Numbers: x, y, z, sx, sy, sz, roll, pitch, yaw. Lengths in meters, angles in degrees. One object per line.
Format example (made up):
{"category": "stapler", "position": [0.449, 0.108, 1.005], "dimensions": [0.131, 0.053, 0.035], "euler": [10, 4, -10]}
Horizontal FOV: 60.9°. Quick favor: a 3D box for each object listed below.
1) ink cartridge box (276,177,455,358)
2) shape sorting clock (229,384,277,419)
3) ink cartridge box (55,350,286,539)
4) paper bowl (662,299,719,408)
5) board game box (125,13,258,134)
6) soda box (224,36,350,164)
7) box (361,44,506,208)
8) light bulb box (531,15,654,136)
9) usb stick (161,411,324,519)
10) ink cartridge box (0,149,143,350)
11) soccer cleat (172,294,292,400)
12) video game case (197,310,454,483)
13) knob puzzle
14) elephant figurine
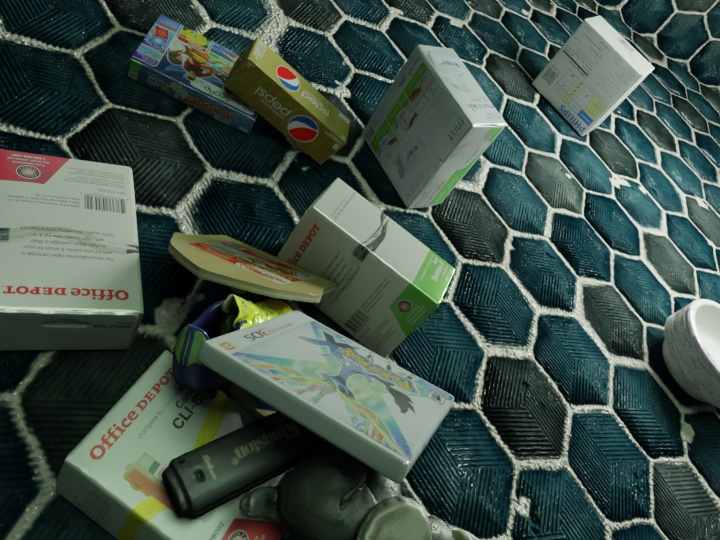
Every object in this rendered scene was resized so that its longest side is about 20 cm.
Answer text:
{"category": "ink cartridge box", "position": [0.000, 0.000, 0.809], "dimensions": [0.199, 0.146, 0.084], "euler": [38, 44, -3]}
{"category": "shape sorting clock", "position": [-0.069, 0.126, 0.704], "dimensions": [0.198, 0.040, 0.200], "euler": [23, 18, -8]}
{"category": "ink cartridge box", "position": [-0.163, 0.199, 0.590], "dimensions": [0.199, 0.084, 0.146], "euler": [38, 44, -2]}
{"category": "paper bowl", "position": [0.653, 0.164, 1.147], "dimensions": [0.198, 0.104, 0.203], "euler": [18, 49, -22]}
{"category": "board game box", "position": [-0.246, -0.310, 0.964], "dimensions": [0.198, 0.035, 0.137], "euler": [24, 47, -16]}
{"category": "soda box", "position": [-0.110, -0.262, 0.959], "dimensions": [0.199, 0.067, 0.065], "euler": [37, 42, -27]}
{"category": "box", "position": [0.115, -0.238, 1.034], "dimensions": [0.096, 0.200, 0.178], "euler": [-13, 63, -39]}
{"category": "light bulb box", "position": [0.578, -0.486, 1.534], "dimensions": [0.199, 0.200, 0.124], "euler": [50, 44, 10]}
{"category": "usb stick", "position": [-0.084, 0.165, 0.576], "dimensions": [0.198, 0.033, 0.056], "euler": [-18, 71, -35]}
{"category": "ink cartridge box", "position": [-0.319, -0.020, 0.656], "dimensions": [0.143, 0.085, 0.202], "euler": [4, 54, -31]}
{"category": "soccer cleat", "position": [-0.118, 0.059, 0.633], "dimensions": [0.064, 0.085, 0.200], "euler": [15, 20, 17]}
{"category": "video game case", "position": [-0.021, 0.102, 0.567], "dimensions": [0.198, 0.022, 0.182], "euler": [27, 14, 16]}
{"category": "knob puzzle", "position": [-0.136, 0.004, 0.706], "dimensions": [0.217, 0.031, 0.220], "euler": [20, 9, -3]}
{"category": "elephant figurine", "position": [0.027, 0.239, 0.533], "dimensions": [0.201, 0.155, 0.141], "euler": [52, 4, 27]}
